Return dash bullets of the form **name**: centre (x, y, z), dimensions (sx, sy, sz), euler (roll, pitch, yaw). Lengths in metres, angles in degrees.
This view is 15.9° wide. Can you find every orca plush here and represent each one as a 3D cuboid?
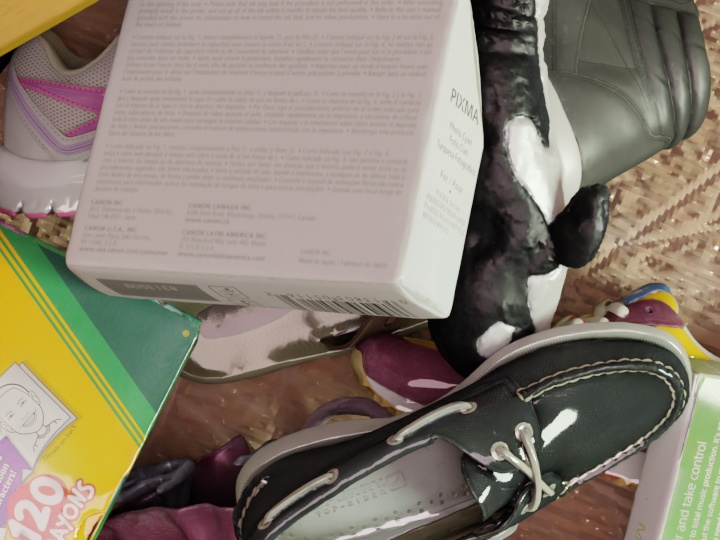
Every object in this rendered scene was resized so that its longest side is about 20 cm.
- **orca plush**: centre (0.047, -0.046, 1.051), dimensions (0.105, 0.071, 0.200), euler (35, 122, 38)

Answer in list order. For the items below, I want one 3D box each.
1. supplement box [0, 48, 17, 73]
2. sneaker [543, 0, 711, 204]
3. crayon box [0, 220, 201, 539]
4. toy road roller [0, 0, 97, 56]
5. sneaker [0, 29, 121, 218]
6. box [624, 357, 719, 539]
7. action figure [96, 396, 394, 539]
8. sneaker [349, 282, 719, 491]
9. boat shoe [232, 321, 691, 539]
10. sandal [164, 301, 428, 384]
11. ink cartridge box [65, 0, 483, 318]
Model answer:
- **supplement box**: centre (-0.196, -0.200, 1.093), dimensions (0.200, 0.134, 0.200), euler (40, 97, -3)
- **sneaker**: centre (0.085, -0.127, 1.130), dimensions (0.099, 0.071, 0.200), euler (-15, 74, -26)
- **crayon box**: centre (-0.164, 0.086, 1.093), dimensions (0.119, 0.058, 0.200), euler (26, 82, -2)
- **toy road roller**: centre (-0.191, -0.121, 0.961), dimensions (0.200, 0.146, 0.123), euler (-28, 96, 6)
- **sneaker**: centre (-0.070, -0.076, 1.130), dimensions (0.199, 0.081, 0.088), euler (-6, 98, 2)
- **box**: centre (0.211, 0.122, 1.129), dimensions (0.200, 0.036, 0.145), euler (10, 100, -21)
- **action figure**: centre (-0.044, 0.172, 1.167), dimensions (0.149, 0.134, 0.200), euler (-28, 107, -33)
- **sneaker**: centre (0.097, 0.041, 1.143), dimensions (0.200, 0.075, 0.090), euler (15, 98, -9)
- **boat shoe**: centre (0.045, 0.083, 1.055), dimensions (0.200, 0.060, 0.076), euler (-24, 116, 7)
- **sandal**: centre (0.000, 0.001, 1.148), dimensions (0.201, 0.057, 0.080), euler (-25, 95, 5)
- **ink cartridge box**: centre (-0.023, -0.083, 1.048), dimensions (0.160, 0.047, 0.200), euler (3, 71, 30)
